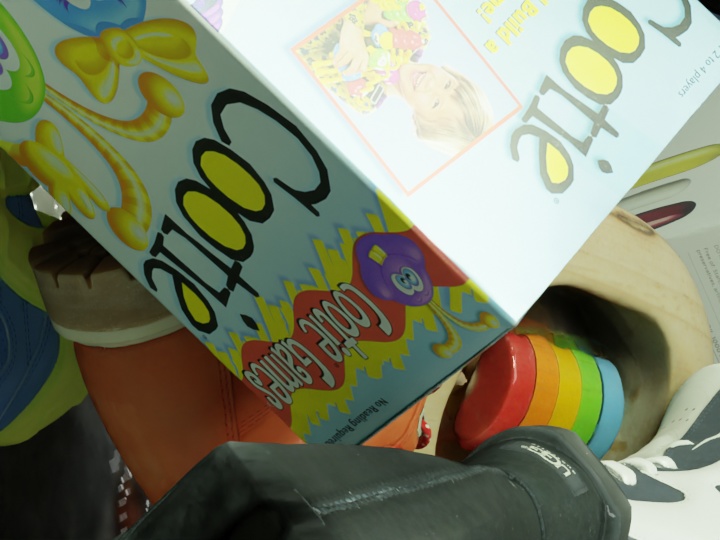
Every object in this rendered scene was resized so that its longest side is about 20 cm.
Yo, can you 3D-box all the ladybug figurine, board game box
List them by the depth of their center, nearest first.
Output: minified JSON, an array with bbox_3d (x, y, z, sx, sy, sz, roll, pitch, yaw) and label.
[{"bbox_3d":[-0.030,-0.070,0.684,0.200,0.103,0.105,44,57,-2],"label":"board game box"},{"bbox_3d":[0.042,0.035,0.958,0.200,0.072,0.136,25,91,-50],"label":"ladybug figurine"}]

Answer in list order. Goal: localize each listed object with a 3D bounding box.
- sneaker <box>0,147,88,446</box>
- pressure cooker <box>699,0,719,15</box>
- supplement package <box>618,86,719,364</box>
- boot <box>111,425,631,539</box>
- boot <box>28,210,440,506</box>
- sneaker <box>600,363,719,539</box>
[{"bbox_3d":[-0.129,-0.033,0.733,0.200,0.076,0.105,62,33,-21],"label":"sneaker"},{"bbox_3d":[0.159,-0.201,1.188,0.200,0.175,0.179,29,55,-45],"label":"pressure cooker"},{"bbox_3d":[0.163,0.011,1.155,0.156,0.111,0.200,63,31,-17],"label":"supplement package"},{"bbox_3d":[-0.020,0.110,0.693,0.066,0.165,0.200,32,12,17],"label":"boot"},{"bbox_3d":[0.000,0.000,0.805,0.200,0.075,0.108,-37,117,-38],"label":"boot"},{"bbox_3d":[0.065,0.073,0.887,0.129,0.079,0.199,35,46,-12],"label":"sneaker"}]
